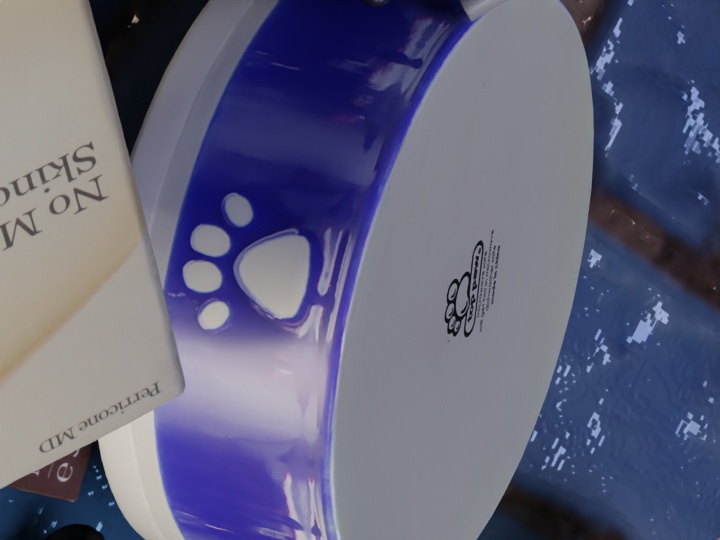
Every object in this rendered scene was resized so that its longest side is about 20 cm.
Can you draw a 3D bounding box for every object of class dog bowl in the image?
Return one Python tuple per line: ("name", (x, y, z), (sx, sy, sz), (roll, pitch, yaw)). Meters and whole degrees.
("dog bowl", (0.000, 0.000, 0.922), (0.200, 0.079, 0.200), (14, 90, -68))

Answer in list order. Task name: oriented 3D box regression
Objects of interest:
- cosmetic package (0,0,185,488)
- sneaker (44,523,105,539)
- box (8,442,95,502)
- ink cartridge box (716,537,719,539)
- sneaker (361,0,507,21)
("cosmetic package", (-0.116, -0.033, 0.730), (0.103, 0.073, 0.200), (-27, 139, -14))
("sneaker", (-0.058, 0.128, 0.973), (0.200, 0.076, 0.116), (-21, 113, -32))
("box", (-0.159, -0.007, 0.850), (0.200, 0.075, 0.100), (17, 93, -39))
("ink cartridge box", (0.074, 0.198, 1.064), (0.161, 0.050, 0.200), (-28, 150, -29))
("sneaker", (-0.011, -0.144, 0.813), (0.079, 0.130, 0.199), (-27, 134, 5))
